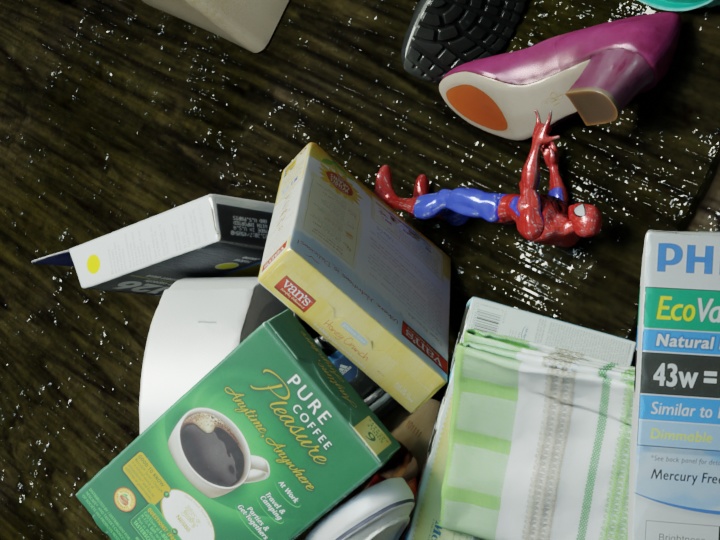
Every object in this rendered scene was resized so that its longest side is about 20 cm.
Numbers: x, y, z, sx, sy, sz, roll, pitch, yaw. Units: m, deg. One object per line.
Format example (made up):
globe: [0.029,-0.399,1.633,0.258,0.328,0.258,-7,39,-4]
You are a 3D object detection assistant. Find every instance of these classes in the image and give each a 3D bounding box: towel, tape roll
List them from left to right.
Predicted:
tape roll: [-0.095,0.103,1.407,0.071,0.202,0.203,-1,70,15]
towel: [0.148,0.125,1.192,0.200,0.031,0.149,12,115,16]

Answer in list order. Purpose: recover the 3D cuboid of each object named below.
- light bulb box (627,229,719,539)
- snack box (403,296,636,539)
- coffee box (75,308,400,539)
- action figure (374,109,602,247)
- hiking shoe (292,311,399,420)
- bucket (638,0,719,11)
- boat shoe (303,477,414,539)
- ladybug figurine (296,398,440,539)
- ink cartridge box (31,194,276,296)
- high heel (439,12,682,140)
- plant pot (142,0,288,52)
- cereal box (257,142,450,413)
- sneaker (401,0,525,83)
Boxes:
light bulb box: [0.250,0.079,1.062,0.198,0.125,0.200,2,91,9]
snack box: [0.103,0.129,1.284,0.037,0.116,0.200,108,178,-81]
coffee box: [-0.082,0.132,1.273,0.200,0.044,0.123,-43,84,24]
action figure: [0.102,-0.071,1.396,0.200,0.065,0.099,17,96,46]
hiking shoe: [-0.012,0.038,1.408,0.074,0.087,0.200,-38,21,3]
bucket: [0.219,-0.286,1.329,0.207,0.135,0.207,-20,59,36]
boat shoe: [-0.019,0.219,1.282,0.200,0.072,0.066,-50,63,26]
ladybug figurine: [0.021,0.185,1.360,0.200,0.072,0.136,-56,45,9]
ink cartridge box: [-0.112,-0.006,1.477,0.200,0.198,0.047,-20,74,38]
high heel: [0.146,-0.147,1.414,0.200,0.067,0.096,10,51,49]
plant pot: [-0.157,-0.335,1.678,0.200,0.177,0.200,29,93,46]
cereal box: [0.000,0.000,1.350,0.040,0.144,0.200,-44,14,20]
sneaker: [0.089,-0.237,1.493,0.200,0.076,0.088,-58,30,3]
